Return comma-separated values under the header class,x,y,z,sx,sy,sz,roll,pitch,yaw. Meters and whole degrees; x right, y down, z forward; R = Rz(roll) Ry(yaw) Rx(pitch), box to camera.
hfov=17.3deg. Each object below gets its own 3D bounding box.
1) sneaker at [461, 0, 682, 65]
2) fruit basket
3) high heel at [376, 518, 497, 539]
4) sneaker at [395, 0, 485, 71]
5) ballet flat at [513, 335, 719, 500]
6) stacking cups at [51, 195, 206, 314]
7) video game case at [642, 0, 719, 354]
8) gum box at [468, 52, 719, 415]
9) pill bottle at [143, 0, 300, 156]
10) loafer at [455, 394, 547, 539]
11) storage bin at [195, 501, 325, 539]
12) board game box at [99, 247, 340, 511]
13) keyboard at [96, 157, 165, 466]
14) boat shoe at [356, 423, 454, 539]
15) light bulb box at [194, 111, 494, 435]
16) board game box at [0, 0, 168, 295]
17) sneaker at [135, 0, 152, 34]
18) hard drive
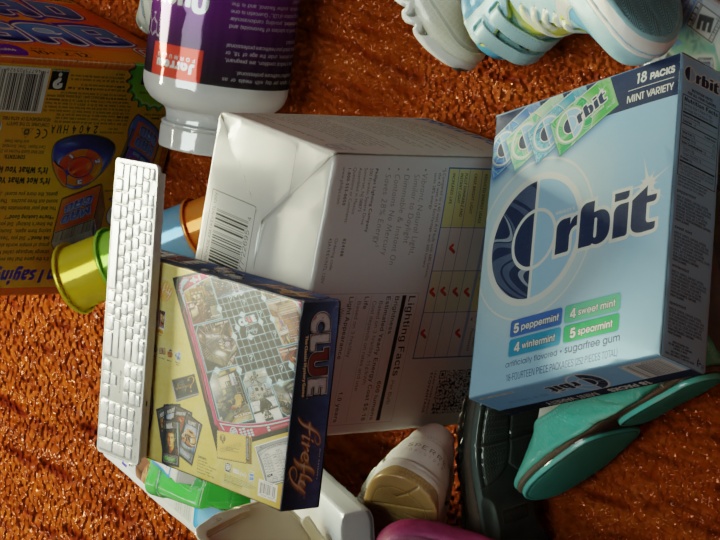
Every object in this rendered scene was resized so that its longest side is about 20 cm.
class,x,y,z,sx,sy,sz,roll,pitch,yaw
sneaker,0.134,-0.167,1.557,0.131,0.079,0.201,-59,34,30
fruit basket,-0.143,0.100,1.848,0.200,0.093,0.186,31,112,44
high heel,0.107,0.206,1.575,0.096,0.198,0.068,-95,10,-72
sneaker,0.063,-0.240,1.647,0.081,0.075,0.201,-16,80,36
ballet flat,0.161,0.080,1.547,0.200,0.067,0.071,-43,59,46
stacking cups,-0.143,-0.023,1.829,0.199,0.060,0.061,-19,77,25
video game case,0.229,-0.054,1.511,0.182,0.022,0.201,43,120,36
gum box,0.149,-0.021,1.505,0.169,0.044,0.201,-16,60,48
pill bottle,-0.103,-0.190,1.784,0.112,0.112,0.201,17,103,44
loafer,0.089,0.145,1.629,0.063,0.072,0.202,2,94,51
storage bin,-0.066,0.293,1.613,0.199,0.093,0.201,53,136,30
board game box,-0.095,0.067,1.553,0.199,0.034,0.137,16,102,47
keyboard,-0.155,0.027,1.586,0.056,0.011,0.202,11,99,48
boat shoe,0.031,0.169,1.675,0.071,0.069,0.200,32,149,2
light bulb box,0.000,0.000,1.621,0.124,0.199,0.200,24,108,44
board game box,-0.295,-0.109,1.920,0.199,0.199,0.201,30,111,41
sneaker,-0.148,-0.273,1.860,0.086,0.075,0.201,23,107,49
hard drive,-0.036,0.202,1.699,0.200,0.027,0.133,-146,51,-65
